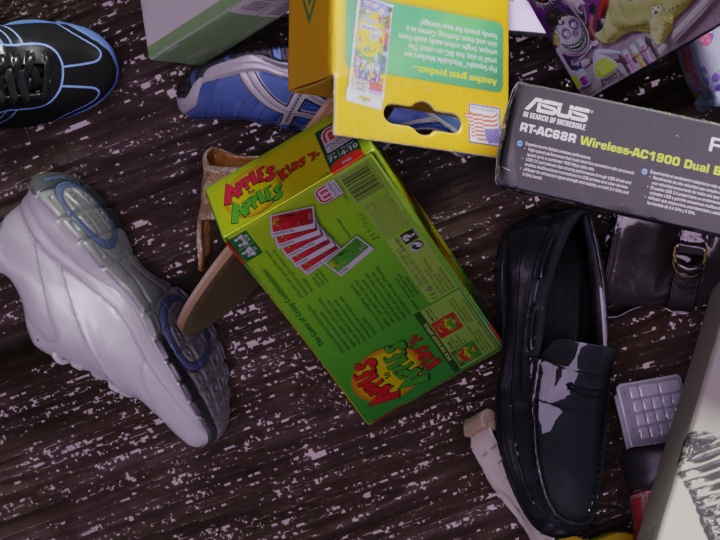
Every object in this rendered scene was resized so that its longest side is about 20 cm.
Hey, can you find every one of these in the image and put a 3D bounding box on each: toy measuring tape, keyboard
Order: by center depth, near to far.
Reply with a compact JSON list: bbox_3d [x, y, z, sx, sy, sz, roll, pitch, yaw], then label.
[{"bbox_3d":[0.202,0.165,1.429,0.056,0.011,0.201,-8,81,-32],"label":"keyboard"},{"bbox_3d":[0.138,0.166,1.442,0.073,0.074,0.201,-31,87,7],"label":"toy measuring tape"}]

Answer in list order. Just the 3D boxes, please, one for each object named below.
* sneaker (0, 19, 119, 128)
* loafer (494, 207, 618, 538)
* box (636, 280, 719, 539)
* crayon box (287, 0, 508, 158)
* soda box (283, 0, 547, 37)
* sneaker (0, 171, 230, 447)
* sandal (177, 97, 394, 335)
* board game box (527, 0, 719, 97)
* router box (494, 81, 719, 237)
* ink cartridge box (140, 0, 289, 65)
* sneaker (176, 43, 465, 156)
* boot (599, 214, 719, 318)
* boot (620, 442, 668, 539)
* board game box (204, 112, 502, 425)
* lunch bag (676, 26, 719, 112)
[{"bbox_3d":[-0.236,-0.114,1.411,0.199,0.078,0.071,-6,106,-23],"label":"sneaker"},{"bbox_3d":[0.122,0.060,1.399,0.068,0.070,0.202,8,72,-34],"label":"loafer"},{"bbox_3d":[0.222,0.103,1.343,0.082,0.068,0.201,18,72,0],"label":"box"},{"bbox_3d":[0.023,-0.165,1.328,0.125,0.051,0.202,6,80,-34],"label":"crayon box"},{"bbox_3d":[0.039,-0.184,1.424,0.199,0.064,0.069,5,94,4],"label":"soda box"},{"bbox_3d":[-0.159,0.034,1.465,0.087,0.074,0.200,-40,87,24],"label":"sneaker"},{"bbox_3d":[-0.062,-0.058,1.411,0.070,0.077,0.212,48,118,16],"label":"sandal"},{"bbox_3d":[0.171,-0.189,1.308,0.200,0.032,0.121,-30,87,46],"label":"board game box"},{"bbox_3d":[0.187,-0.054,1.323,0.199,0.150,0.063,13,92,13],"label":"router box"},{"bbox_3d":[-0.090,-0.244,1.400,0.145,0.048,0.201,-25,70,47],"label":"ink cartridge box"},{"bbox_3d":[-0.017,-0.104,1.429,0.199,0.076,0.078,-3,96,10],"label":"sneaker"},{"bbox_3d":[0.238,-0.049,1.414,0.173,0.069,0.201,15,97,4],"label":"boot"},{"bbox_3d":[0.251,0.159,1.414,0.199,0.072,0.145,6,72,-25],"label":"boot"},{"bbox_3d":[0.000,0.000,1.388,0.101,0.048,0.200,-29,134,7],"label":"board game box"},{"bbox_3d":[0.276,-0.202,1.372,0.199,0.127,0.171,-16,91,0],"label":"lunch bag"}]
